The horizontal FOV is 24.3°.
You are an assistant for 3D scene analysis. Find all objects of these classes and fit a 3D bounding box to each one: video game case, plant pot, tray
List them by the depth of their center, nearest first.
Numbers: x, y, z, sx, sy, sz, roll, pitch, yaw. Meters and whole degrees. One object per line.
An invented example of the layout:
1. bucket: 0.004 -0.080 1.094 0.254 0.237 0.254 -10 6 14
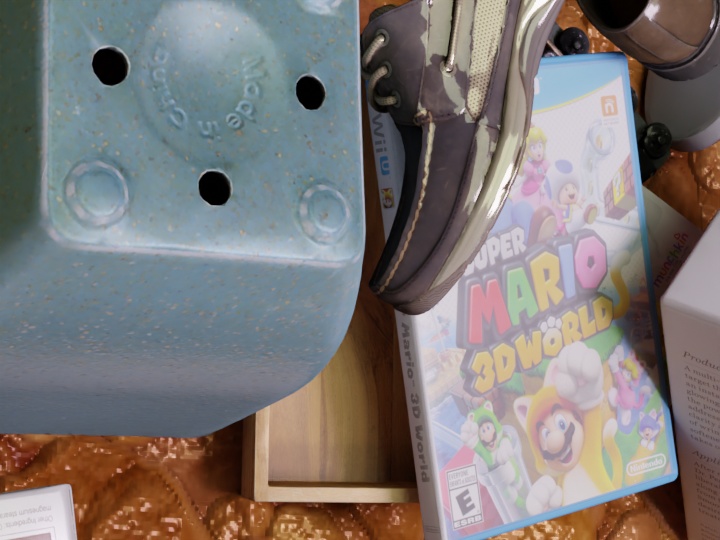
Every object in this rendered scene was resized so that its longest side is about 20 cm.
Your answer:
1. plant pot: -0.095 -0.045 0.620 0.195 0.200 0.198 4 79 -31
2. tray: 0.000 0.000 0.739 0.098 0.037 0.201 2 87 -15
3. video game case: 0.075 0.008 0.740 0.142 0.018 0.201 -10 93 -35

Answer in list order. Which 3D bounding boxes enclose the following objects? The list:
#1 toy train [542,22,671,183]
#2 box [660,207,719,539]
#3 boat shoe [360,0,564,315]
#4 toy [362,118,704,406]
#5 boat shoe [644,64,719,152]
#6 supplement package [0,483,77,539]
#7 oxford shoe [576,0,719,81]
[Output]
1. toy train: 0.082 -0.115 0.842 0.200 0.034 0.046 45 74 -17
2. box: 0.229 0.041 0.801 0.152 0.106 0.201 -51 145 -28
3. boat shoe: 0.033 -0.082 0.670 0.073 0.074 0.201 19 80 -8
4. toy: 0.077 -0.008 0.802 0.199 0.047 0.116 34 78 -10
5. boat shoe: 0.221 -0.142 0.910 0.068 0.073 0.200 40 67 -41
6. supplement package: -0.206 0.142 0.541 0.199 0.156 0.112 -5 82 -32
7. oxford shoe: 0.108 -0.187 0.769 0.084 0.073 0.201 9 53 -51
